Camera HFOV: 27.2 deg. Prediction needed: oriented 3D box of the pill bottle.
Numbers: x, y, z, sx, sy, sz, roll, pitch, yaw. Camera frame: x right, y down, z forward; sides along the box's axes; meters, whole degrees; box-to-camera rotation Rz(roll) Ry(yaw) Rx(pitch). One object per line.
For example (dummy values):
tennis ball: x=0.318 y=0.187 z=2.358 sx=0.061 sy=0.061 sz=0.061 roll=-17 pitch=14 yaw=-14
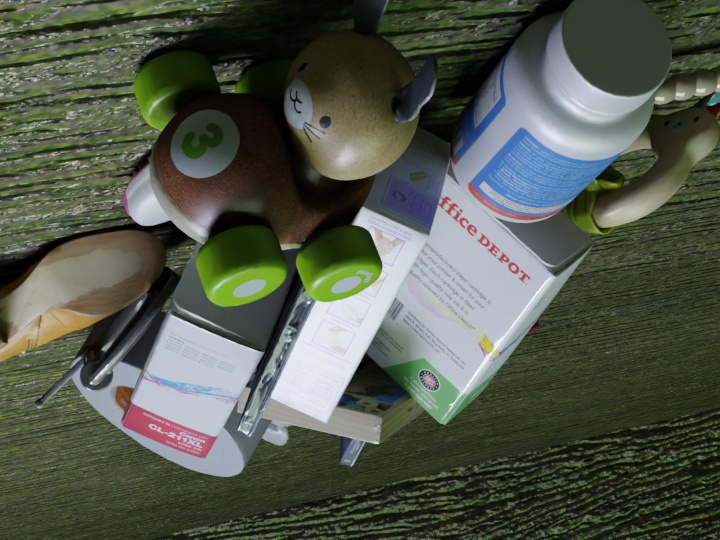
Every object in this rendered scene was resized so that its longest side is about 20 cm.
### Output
pill bottle: x=0.146 y=-0.119 z=1.083 sx=0.111 sy=0.113 sz=0.200 roll=-10 pitch=165 yaw=-19

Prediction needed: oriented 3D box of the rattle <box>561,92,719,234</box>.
rattle: x=0.236 y=-0.137 z=1.266 sx=0.199 sy=0.143 sz=0.130 roll=-33 pitch=-166 yaw=8

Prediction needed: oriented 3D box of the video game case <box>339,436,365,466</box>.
video game case: x=0.018 y=0.090 z=1.544 sx=0.019 sy=0.144 sz=0.200 roll=14 pitch=137 yaw=-12

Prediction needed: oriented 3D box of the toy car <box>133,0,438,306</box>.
toy car: x=-0.026 y=-0.099 z=0.927 sx=0.157 sy=0.165 sz=0.200 roll=-2 pitch=150 yaw=-41

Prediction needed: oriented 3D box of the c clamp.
c clamp: x=-0.215 y=0.065 z=1.300 sx=0.171 sy=0.027 sz=0.200 roll=-50 pitch=-170 yaw=-11

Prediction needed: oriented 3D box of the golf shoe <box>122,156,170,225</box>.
golf shoe: x=-0.090 y=-0.061 z=1.104 sx=0.199 sy=0.092 sz=0.075 roll=-21 pitch=165 yaw=26

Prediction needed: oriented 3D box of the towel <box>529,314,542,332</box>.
towel: x=0.069 y=0.029 z=1.432 sx=0.199 sy=0.145 sz=0.023 roll=-19 pitch=142 yaw=-44

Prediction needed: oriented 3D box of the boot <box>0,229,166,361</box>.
boot: x=-0.265 y=0.023 z=1.306 sx=0.200 sy=0.071 sz=0.144 roll=-26 pitch=-178 yaw=-8

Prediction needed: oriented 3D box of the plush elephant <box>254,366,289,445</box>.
plush elephant: x=-0.064 y=0.088 z=1.521 sx=0.199 sy=0.156 sz=0.165 roll=-11 pitch=165 yaw=-15

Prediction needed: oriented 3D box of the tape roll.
tape roll: x=-0.185 y=0.120 z=1.467 sx=0.199 sy=0.066 sz=0.201 roll=23 pitch=151 yaw=14

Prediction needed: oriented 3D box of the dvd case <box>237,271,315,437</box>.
dvd case: x=-0.045 y=0.017 z=1.137 sx=0.016 sy=0.200 sz=0.149 roll=23 pitch=116 yaw=-5

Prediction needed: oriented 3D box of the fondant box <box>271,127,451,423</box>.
fondant box: x=0.000 y=0.000 z=1.171 sx=0.058 sy=0.145 sz=0.201 roll=24 pitch=124 yaw=-4

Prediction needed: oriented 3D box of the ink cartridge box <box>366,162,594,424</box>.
ink cartridge box: x=0.083 y=0.008 z=1.272 sx=0.084 sy=0.145 sz=0.200 roll=-32 pitch=160 yaw=-49

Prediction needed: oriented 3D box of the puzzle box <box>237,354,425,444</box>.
puzzle box: x=-0.011 y=0.108 z=1.337 sx=0.132 sy=0.026 sz=0.200 roll=10 pitch=-169 yaw=18

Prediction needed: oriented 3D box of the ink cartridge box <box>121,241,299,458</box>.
ink cartridge box: x=-0.118 y=0.042 z=1.220 sx=0.082 sy=0.146 sz=0.200 roll=24 pitch=144 yaw=-6

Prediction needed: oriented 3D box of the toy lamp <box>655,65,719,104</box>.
toy lamp: x=0.264 y=-0.148 z=1.200 sx=0.199 sy=0.059 sz=0.058 roll=-11 pitch=164 yaw=-11
